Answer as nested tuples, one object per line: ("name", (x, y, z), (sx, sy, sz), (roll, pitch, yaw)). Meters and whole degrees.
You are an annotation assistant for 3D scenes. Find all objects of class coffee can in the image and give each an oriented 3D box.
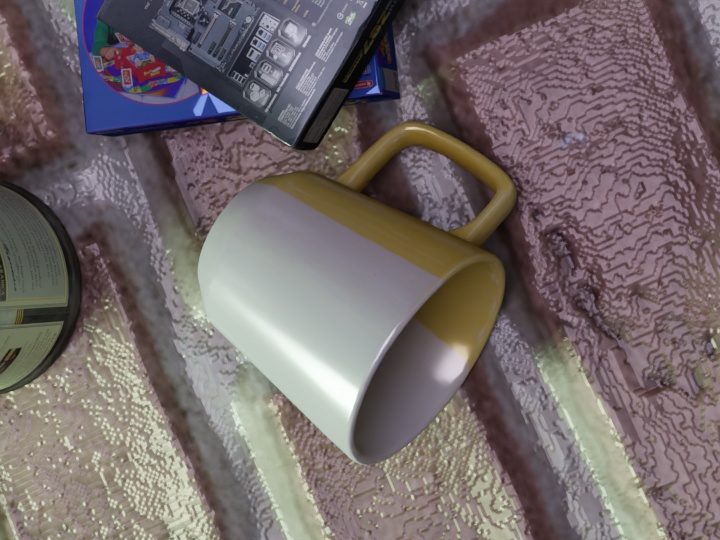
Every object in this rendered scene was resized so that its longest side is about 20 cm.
("coffee can", (-0.283, 0.012, 1.487), (0.146, 0.200, 0.147), (0, 90, 17))

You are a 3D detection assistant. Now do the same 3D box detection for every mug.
("mug", (-0.005, 0.008, 1.454), (0.153, 0.187, 0.150), (34, 133, 23))

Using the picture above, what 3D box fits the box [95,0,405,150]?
("box", (-0.046, -0.197, 1.442), (0.158, 0.051, 0.200), (33, 100, 14))

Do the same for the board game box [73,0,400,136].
("board game box", (-0.082, -0.164, 1.503), (0.200, 0.045, 0.135), (-6, 89, 17))
